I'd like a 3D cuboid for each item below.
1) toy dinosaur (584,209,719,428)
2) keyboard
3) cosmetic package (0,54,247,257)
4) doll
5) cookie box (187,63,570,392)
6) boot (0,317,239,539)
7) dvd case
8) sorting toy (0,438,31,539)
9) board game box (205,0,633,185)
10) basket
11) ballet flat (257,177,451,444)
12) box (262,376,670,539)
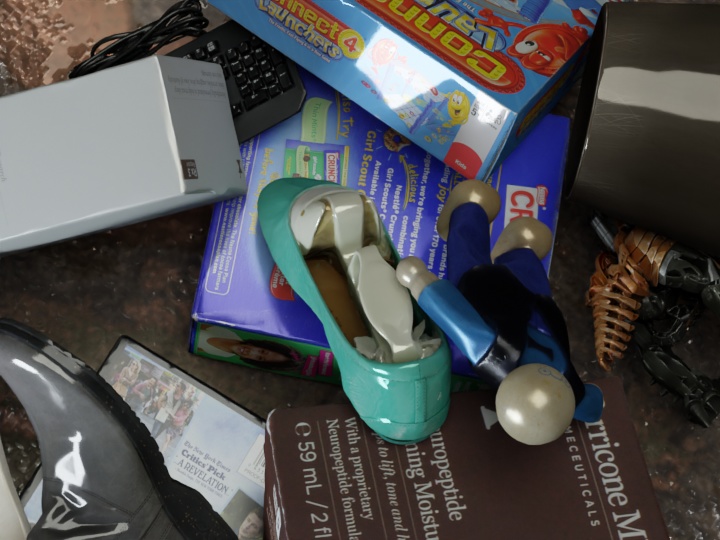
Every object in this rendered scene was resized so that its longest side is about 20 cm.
[{"bbox_3d":[0.176,0.018,1.285,0.136,0.102,0.200,43,53,6],"label":"toy dinosaur"},{"bbox_3d":[-0.134,-0.098,1.293,0.199,0.040,0.105,-27,63,11],"label":"keyboard"},{"bbox_3d":[-0.175,-0.057,1.238,0.198,0.113,0.082,-15,88,13],"label":"cosmetic package"},{"bbox_3d":[0.075,0.026,1.156,0.136,0.201,0.049,33,113,-22],"label":"doll"},{"bbox_3d":[0.012,-0.020,1.311,0.198,0.075,0.173,12,72,-2],"label":"cookie box"},{"bbox_3d":[-0.164,0.135,1.203,0.132,0.070,0.200,-44,106,-16],"label":"boot"},{"bbox_3d":[-0.129,0.156,1.276,0.142,0.018,0.201,31,74,3],"label":"dvd case"},{"bbox_3d":[-0.273,0.133,1.228,0.199,0.107,0.181,-33,87,-14],"label":"sorting toy"},{"bbox_3d":[0.039,-0.165,1.300,0.199,0.056,0.196,34,40,8],"label":"board game box"},{"bbox_3d":[0.222,-0.077,1.240,0.198,0.136,0.182,12,100,0],"label":"basket"},{"bbox_3d":[0.000,0.000,1.190,0.067,0.071,0.201,-11,48,-20],"label":"ballet flat"},{"bbox_3d":[0.053,0.177,1.189,0.198,0.165,0.167,-5,47,-8],"label":"box"}]
